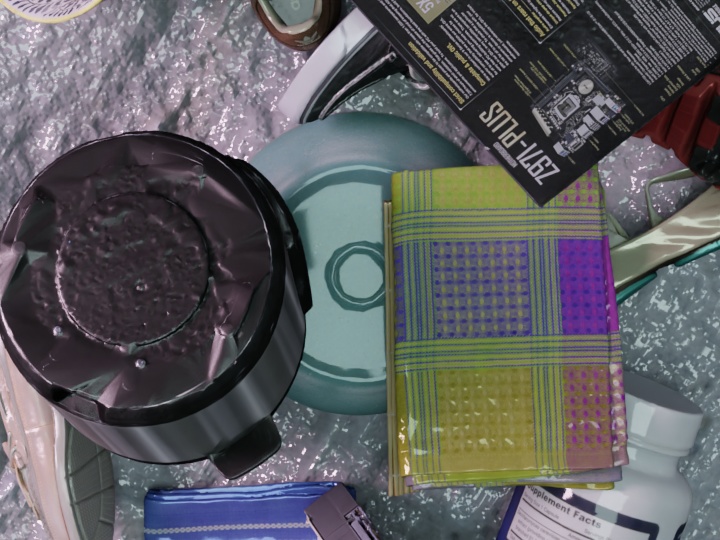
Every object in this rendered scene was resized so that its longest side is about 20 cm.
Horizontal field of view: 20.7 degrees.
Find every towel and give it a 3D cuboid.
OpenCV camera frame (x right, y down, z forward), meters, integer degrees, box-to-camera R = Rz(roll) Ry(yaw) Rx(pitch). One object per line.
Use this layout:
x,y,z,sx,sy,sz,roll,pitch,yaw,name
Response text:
-0.071,0.240,1.325,0.143,0.024,0.202,-2,101,0,towel
0.088,0.036,1.208,0.142,0.023,0.202,-2,82,-8,towel

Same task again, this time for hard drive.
0.042,0.239,1.255,0.038,0.140,0.201,-35,109,-5,hard drive

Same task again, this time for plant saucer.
0.000,0.000,1.275,0.198,0.036,0.202,0,101,-2,plant saucer

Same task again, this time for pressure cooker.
-0.121,0.023,1.181,0.177,0.200,0.178,9,74,7,pressure cooker

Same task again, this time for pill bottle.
0.148,0.168,1.272,0.110,0.111,0.202,19,99,-5,pill bottle

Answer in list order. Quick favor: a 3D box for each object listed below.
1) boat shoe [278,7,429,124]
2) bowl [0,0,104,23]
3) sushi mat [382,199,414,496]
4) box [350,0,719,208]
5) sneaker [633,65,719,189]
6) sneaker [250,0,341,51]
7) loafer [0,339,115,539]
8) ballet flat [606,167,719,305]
0.038,-0.150,1.227,0.199,0.074,0.068,-42,88,-1,boat shoe
-0.149,-0.247,1.177,0.094,0.200,0.203,-4,105,-45,bowl
0.061,0.045,1.261,0.095,0.012,0.202,-4,107,-11,sushi mat
0.099,-0.168,1.126,0.163,0.086,0.200,-39,109,17,box
0.193,-0.120,1.239,0.199,0.098,0.071,31,125,17,sneaker
-0.060,-0.232,1.208,0.070,0.076,0.202,-23,101,3,sneaker
-0.207,0.093,1.279,0.062,0.072,0.202,-8,95,19,loafer
0.184,-0.020,1.266,0.199,0.069,0.070,-28,100,1,ballet flat
